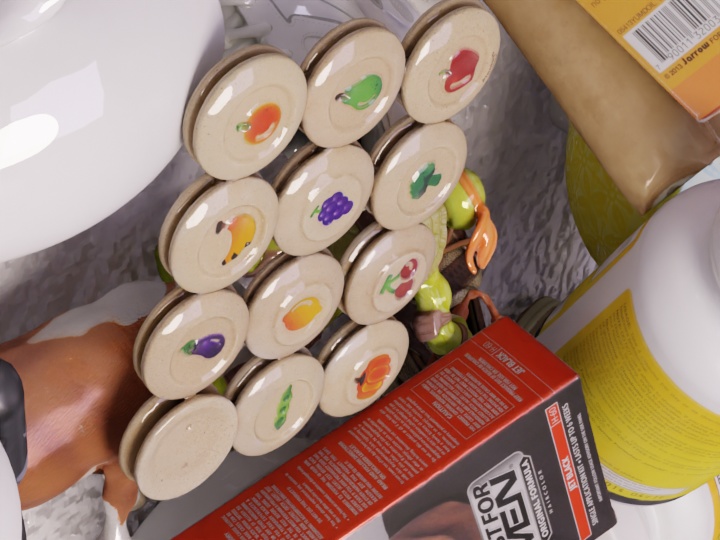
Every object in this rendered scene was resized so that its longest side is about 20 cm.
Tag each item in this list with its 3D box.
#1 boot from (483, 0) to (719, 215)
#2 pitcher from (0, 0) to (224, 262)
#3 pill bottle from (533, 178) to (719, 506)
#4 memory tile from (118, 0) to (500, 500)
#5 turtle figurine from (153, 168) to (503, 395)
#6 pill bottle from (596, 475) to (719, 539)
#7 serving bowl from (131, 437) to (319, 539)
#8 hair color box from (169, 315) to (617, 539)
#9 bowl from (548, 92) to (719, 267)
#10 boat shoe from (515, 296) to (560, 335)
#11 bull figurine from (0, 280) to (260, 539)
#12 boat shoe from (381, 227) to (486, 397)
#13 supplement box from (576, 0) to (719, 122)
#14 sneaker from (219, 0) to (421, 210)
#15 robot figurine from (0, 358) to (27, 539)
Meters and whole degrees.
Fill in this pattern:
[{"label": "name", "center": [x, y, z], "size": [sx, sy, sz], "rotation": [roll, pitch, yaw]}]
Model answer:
[{"label": "boot", "center": [0.074, -0.109, 0.861], "size": [0.175, 0.066, 0.201], "rotation": [-38, 92, -33]}, {"label": "pitcher", "center": [-0.135, -0.059, 0.653], "size": [0.200, 0.122, 0.171], "rotation": [-39, -179, -27]}, {"label": "pill bottle", "center": [0.157, 0.027, 0.884], "size": [0.112, 0.112, 0.200], "rotation": [-42, 176, -29]}, {"label": "memory tile", "center": [-0.020, -0.007, 0.760], "size": [0.152, 0.017, 0.201], "rotation": [-18, 136, -40]}, {"label": "turtle figurine", "center": [0.000, 0.000, 0.871], "size": [0.160, 0.064, 0.202], "rotation": [-28, 108, -14]}, {"label": "pill bottle", "center": [0.155, 0.099, 1.042], "size": [0.200, 0.112, 0.114], "rotation": [-34, 133, -44]}, {"label": "serving bowl", "center": [-0.062, 0.167, 0.942], "size": [0.199, 0.065, 0.202], "rotation": [-27, 129, -40]}, {"label": "hair color box", "center": [0.012, 0.119, 0.861], "size": [0.199, 0.061, 0.102], "rotation": [-33, 130, -15]}, {"label": "bowl", "center": [0.164, -0.086, 1.038], "size": [0.200, 0.107, 0.201], "rotation": [-45, 154, -29]}, {"label": "boat shoe", "center": [0.125, 0.101, 1.142], "size": [0.073, 0.062, 0.201], "rotation": [-42, 136, -28]}, {"label": "bull figurine", "center": [-0.124, 0.067, 0.792], "size": [0.198, 0.065, 0.123], "rotation": [-16, 123, -26]}, {"label": "boat shoe", "center": [0.031, -0.006, 0.957], "size": [0.072, 0.072, 0.201], "rotation": [-39, 135, -32]}, {"label": "supplement box", "center": [0.104, -0.161, 0.828], "size": [0.200, 0.069, 0.067], "rotation": [45, 45, -9]}, {"label": "sneaker", "center": [-0.040, -0.099, 0.761], "size": [0.200, 0.078, 0.100], "rotation": [42, 42, -29]}, {"label": "robot figurine", "center": [-0.173, 0.110, 0.653], "size": [0.123, 0.152, 0.201], "rotation": [0, 146, -9]}]
